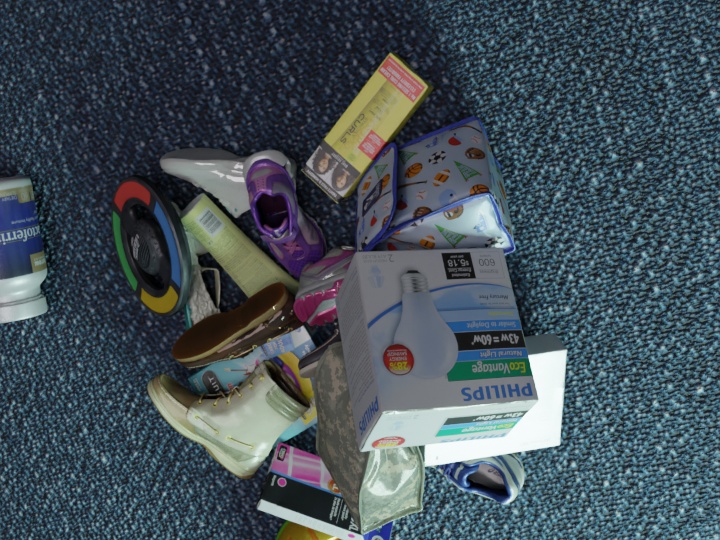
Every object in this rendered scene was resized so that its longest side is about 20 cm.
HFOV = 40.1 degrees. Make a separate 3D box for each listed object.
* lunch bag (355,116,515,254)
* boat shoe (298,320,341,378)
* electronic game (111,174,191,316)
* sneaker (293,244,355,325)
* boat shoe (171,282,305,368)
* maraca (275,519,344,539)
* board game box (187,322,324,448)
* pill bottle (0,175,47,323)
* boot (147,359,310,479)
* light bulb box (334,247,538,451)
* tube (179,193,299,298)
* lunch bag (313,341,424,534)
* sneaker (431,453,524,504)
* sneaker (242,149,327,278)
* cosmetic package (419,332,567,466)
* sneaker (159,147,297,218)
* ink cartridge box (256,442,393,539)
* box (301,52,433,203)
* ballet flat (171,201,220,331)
[{"bbox_3d":[0.083,-0.086,1.266,0.197,0.172,0.125,-19,129,17],"label":"lunch bag"},{"bbox_3d":[-0.005,0.082,1.366,0.197,0.073,0.063,-29,72,-4],"label":"boat shoe"},{"bbox_3d":[-0.296,-0.033,1.384,0.199,0.041,0.204,27,126,44],"label":"electronic game"},{"bbox_3d":[0.000,0.000,1.331,0.196,0.089,0.082,-14,137,1],"label":"sneaker"},{"bbox_3d":[-0.167,0.091,1.368,0.197,0.071,0.071,-25,130,18],"label":"boat shoe"},{"bbox_3d":[-0.066,0.436,1.433,0.135,0.107,0.204,17,103,7],"label":"maraca"},{"bbox_3d":[-0.129,0.169,1.430,0.198,0.047,0.153,-31,92,15],"label":"board game box"},{"bbox_3d":[-0.523,-0.031,1.442,0.113,0.116,0.204,-6,100,12],"label":"pill bottle"},{"bbox_3d":[-0.184,0.176,1.378,0.199,0.072,0.155,40,106,-8],"label":"boot"},{"bbox_3d":[0.085,0.092,1.179,0.194,0.125,0.204,-3,62,-15],"label":"light bulb box"},{"bbox_3d":[-0.172,-0.020,1.396,0.200,0.052,0.058,47,147,-18],"label":"tube"},{"bbox_3d":[0.011,0.210,1.304,0.116,0.165,0.203,-17,132,-18],"label":"lunch bag"},{"bbox_3d":[0.134,0.258,1.370,0.196,0.088,0.077,20,105,9],"label":"sneaker"},{"bbox_3d":[-0.104,-0.059,1.336,0.079,0.089,0.202,-19,124,8],"label":"sneaker"},{"bbox_3d":[0.171,0.172,1.311,0.196,0.052,0.154,-6,114,-11],"label":"cosmetic package"},{"bbox_3d":[-0.188,-0.119,1.383,0.196,0.075,0.090,8,113,9],"label":"sneaker"},{"bbox_3d":[-0.041,0.323,1.398,0.197,0.096,0.037,22,139,-6],"label":"ink cartridge box"},{"bbox_3d":[0.009,-0.191,1.334,0.075,0.050,0.201,41,105,3],"label":"box"},{"bbox_3d":[-0.239,-0.007,1.421,0.070,0.072,0.204,-9,100,13],"label":"ballet flat"}]
